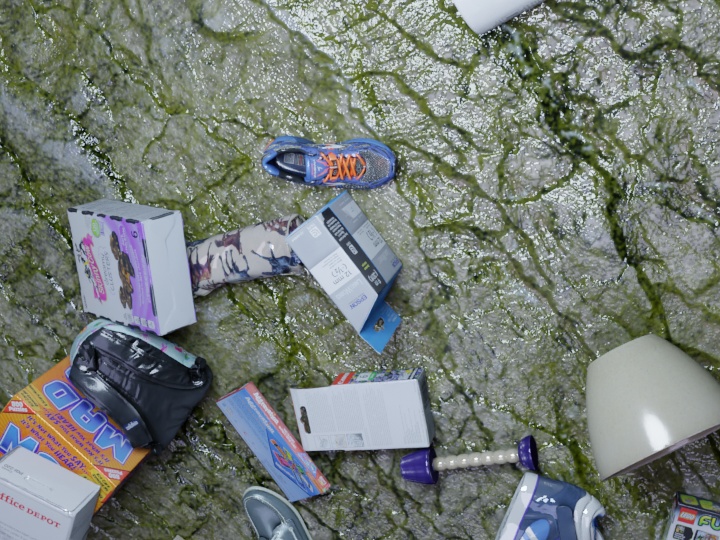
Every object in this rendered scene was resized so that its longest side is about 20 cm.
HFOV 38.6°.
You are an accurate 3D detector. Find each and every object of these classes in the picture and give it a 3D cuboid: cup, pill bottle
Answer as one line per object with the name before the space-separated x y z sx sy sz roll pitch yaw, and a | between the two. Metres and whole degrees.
cup | 0.377 0.169 1.349 0.200 0.200 0.144 -31 71 22
pill bottle | 0.206 -0.382 1.245 0.199 0.114 0.115 -25 99 21

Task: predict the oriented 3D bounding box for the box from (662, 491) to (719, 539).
box | 0.532 0.391 1.443 0.199 0.035 0.111 14 110 11

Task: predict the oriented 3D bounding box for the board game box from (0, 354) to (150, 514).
board game box | -0.456 0.280 1.599 0.200 0.200 0.200 42 113 -1

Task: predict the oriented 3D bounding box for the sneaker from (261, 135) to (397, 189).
sneaker | -0.047 -0.142 1.414 0.199 0.078 0.076 2 108 15

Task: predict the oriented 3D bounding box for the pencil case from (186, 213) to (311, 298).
pencil case | -0.168 -0.017 1.488 0.199 0.078 0.090 -13 89 19

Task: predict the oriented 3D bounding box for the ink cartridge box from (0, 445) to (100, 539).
ink cartridge box | -0.475 0.376 1.480 0.145 0.085 0.201 24 115 7

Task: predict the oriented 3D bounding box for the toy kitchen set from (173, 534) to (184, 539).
toy kitchen set | -0.289 0.585 1.669 0.200 0.163 0.181 36 113 3

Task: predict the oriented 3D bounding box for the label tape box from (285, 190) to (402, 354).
label tape box | 0.000 0.000 1.410 0.066 0.143 0.200 -38 94 23

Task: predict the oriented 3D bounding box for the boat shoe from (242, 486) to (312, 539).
boat shoe | -0.121 0.431 1.627 0.073 0.062 0.200 -34 96 23

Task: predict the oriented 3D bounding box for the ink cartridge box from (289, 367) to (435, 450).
ink cartridge box | 0.004 0.208 1.528 0.199 0.050 0.110 -6 106 18

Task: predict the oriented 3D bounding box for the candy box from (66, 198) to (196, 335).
candy box | -0.335 -0.009 1.498 0.199 0.071 0.169 10 113 43

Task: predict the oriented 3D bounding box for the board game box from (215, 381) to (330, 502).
board game box | -0.136 0.265 1.578 0.200 0.019 0.103 54 142 -5

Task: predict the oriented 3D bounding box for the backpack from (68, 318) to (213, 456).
backpack | -0.345 0.160 1.552 0.200 0.127 0.167 35 85 -17

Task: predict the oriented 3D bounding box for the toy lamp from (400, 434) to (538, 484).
toy lamp | 0.156 0.279 1.502 0.199 0.058 0.059 -11 104 20

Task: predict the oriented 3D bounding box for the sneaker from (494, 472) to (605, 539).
sneaker | 0.276 0.397 1.494 0.146 0.081 0.201 20 112 7
